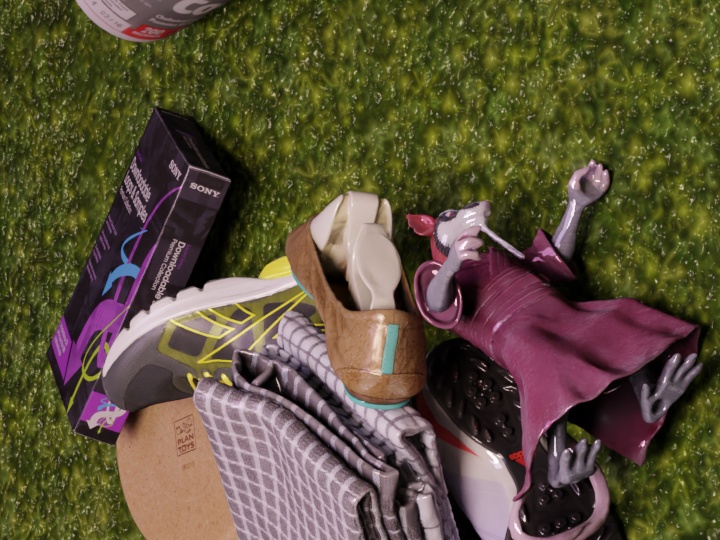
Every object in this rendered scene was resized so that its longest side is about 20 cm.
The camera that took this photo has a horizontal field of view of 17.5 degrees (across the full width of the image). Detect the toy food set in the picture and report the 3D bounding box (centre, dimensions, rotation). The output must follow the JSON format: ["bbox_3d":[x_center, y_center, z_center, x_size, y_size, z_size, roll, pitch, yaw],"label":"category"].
[{"bbox_3d":[-0.098,0.111,1.547,0.200,0.049,0.198,-43,54,39],"label":"toy food set"}]

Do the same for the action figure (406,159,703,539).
[{"bbox_3d":[0.095,0.032,1.278,0.200,0.134,0.149,42,133,41],"label":"action figure"}]

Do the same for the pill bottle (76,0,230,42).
[{"bbox_3d":[-0.101,-0.234,1.537,0.200,0.114,0.114,-22,69,48],"label":"pill bottle"}]

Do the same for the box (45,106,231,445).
[{"bbox_3d":[-0.154,0.000,1.585,0.200,0.036,0.143,-64,22,11],"label":"box"}]

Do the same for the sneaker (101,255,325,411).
[{"bbox_3d":[-0.068,0.049,1.440,0.200,0.074,0.085,-25,64,13],"label":"sneaker"}]

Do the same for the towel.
[{"bbox_3d":[-0.012,0.145,1.344,0.166,0.086,0.200,39,150,48],"label":"towel"}]

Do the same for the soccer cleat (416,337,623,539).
[{"bbox_3d":[0.090,0.133,1.310,0.200,0.068,0.073,61,158,27],"label":"soccer cleat"}]

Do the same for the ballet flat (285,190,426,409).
[{"bbox_3d":[0.000,0.000,1.320,0.200,0.068,0.072,-106,22,-61],"label":"ballet flat"}]
